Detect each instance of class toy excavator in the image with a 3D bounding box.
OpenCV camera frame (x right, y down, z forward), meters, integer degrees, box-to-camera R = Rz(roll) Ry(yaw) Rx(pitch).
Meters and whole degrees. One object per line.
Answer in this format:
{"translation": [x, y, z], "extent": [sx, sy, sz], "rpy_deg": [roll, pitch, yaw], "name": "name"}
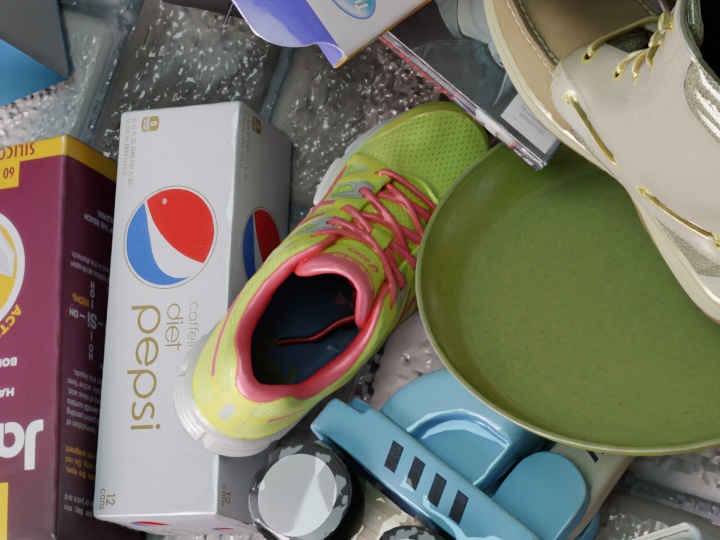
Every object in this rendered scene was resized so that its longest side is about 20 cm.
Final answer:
{"translation": [0.081, 0.087, 0.929], "extent": [0.194, 0.100, 0.200], "rpy_deg": [35, 83, 27], "name": "toy excavator"}

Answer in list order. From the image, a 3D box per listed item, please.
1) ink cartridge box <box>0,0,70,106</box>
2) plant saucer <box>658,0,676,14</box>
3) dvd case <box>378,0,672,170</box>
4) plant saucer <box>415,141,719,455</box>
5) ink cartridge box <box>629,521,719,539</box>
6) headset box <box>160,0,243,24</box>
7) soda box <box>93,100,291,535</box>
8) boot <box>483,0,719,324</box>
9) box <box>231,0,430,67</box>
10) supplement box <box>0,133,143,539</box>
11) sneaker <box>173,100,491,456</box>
{"translation": [-0.282, -0.152, 1.123], "extent": [0.199, 0.146, 0.147], "rpy_deg": [-20, 68, 18], "name": "ink cartridge box"}
{"translation": [0.219, -0.150, 0.904], "extent": [0.199, 0.201, 0.037], "rpy_deg": [-1, 31, 24], "name": "plant saucer"}
{"translation": [0.046, -0.162, 0.944], "extent": [0.200, 0.022, 0.146], "rpy_deg": [38, 82, -5], "name": "dvd case"}
{"translation": [0.124, 0.006, 0.920], "extent": [0.199, 0.031, 0.201], "rpy_deg": [-5, 48, 6], "name": "plant saucer"}
{"translation": [0.137, 0.187, 0.807], "extent": [0.087, 0.200, 0.146], "rpy_deg": [-21, 68, 18], "name": "ink cartridge box"}
{"translation": [-0.045, -0.219, 1.027], "extent": [0.075, 0.149, 0.201], "rpy_deg": [8, 78, -9], "name": "headset box"}
{"translation": [-0.079, 0.024, 1.029], "extent": [0.068, 0.064, 0.201], "rpy_deg": [-4, 75, 23], "name": "soda box"}
{"translation": [0.123, -0.086, 0.845], "extent": [0.072, 0.155, 0.200], "rpy_deg": [-30, 70, -13], "name": "boot"}
{"translation": [0.018, -0.179, 0.911], "extent": [0.200, 0.041, 0.119], "rpy_deg": [-35, 93, -7], "name": "box"}
{"translation": [-0.172, 0.046, 1.052], "extent": [0.110, 0.086, 0.201], "rpy_deg": [-8, 73, 22], "name": "supplement box"}
{"translation": [0.000, 0.000, 0.959], "extent": [0.078, 0.090, 0.200], "rpy_deg": [38, 72, -3], "name": "sneaker"}
